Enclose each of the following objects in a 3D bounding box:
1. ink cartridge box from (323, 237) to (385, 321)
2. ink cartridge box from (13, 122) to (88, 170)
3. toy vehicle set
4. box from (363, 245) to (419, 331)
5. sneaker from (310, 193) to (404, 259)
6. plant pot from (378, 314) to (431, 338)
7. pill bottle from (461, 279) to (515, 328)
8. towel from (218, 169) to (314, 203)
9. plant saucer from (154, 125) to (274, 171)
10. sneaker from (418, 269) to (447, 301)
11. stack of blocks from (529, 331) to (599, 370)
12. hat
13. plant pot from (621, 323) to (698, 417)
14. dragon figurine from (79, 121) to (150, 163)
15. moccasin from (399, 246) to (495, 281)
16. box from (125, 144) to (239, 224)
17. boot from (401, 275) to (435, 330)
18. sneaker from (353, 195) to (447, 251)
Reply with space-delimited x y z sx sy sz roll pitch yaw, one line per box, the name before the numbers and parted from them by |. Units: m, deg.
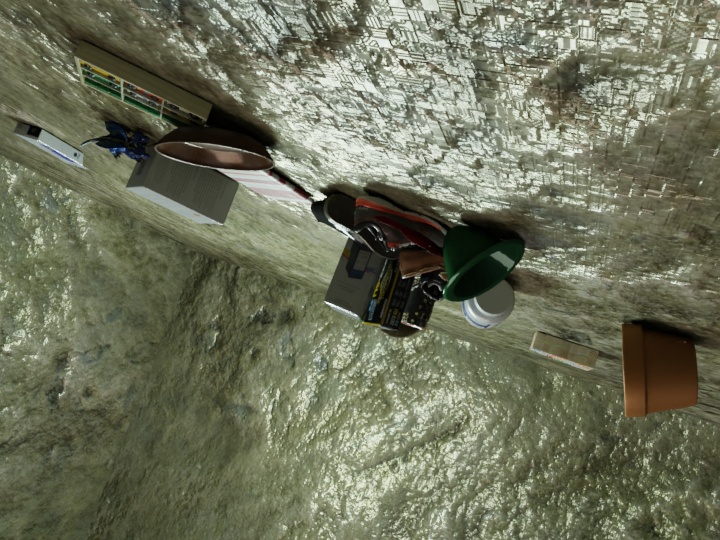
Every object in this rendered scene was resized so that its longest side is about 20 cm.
ink cartridge box | 0.000 0.000 1.318 0.087 0.202 0.145 22 173 8
ink cartridge box | -0.879 -0.355 1.707 0.098 0.040 0.200 17 170 20
toy vehicle set | -0.335 -0.277 0.925 0.198 0.027 0.124 23 172 -19
box | 0.074 0.036 1.366 0.049 0.202 0.160 19 173 -10
sneaker | -0.004 -0.093 1.207 0.199 0.075 0.106 34 172 -24
plant pot | 0.145 0.100 1.795 0.185 0.190 0.200 17 -174 20
pill bottle | 0.296 0.071 1.372 0.110 0.112 0.200 19 172 8
towel | -0.203 -0.188 1.216 0.143 0.023 0.199 12 170 35
plant saucer | -0.242 -0.206 1.000 0.198 0.037 0.200 5 179 0
sneaker | 0.168 0.011 1.290 0.076 0.112 0.200 19 172 4
stack of blocks | 0.659 0.263 1.934 0.198 0.059 0.115 18 172 14
hat | 0.170 -0.062 1.056 0.199 0.165 0.177 15 -142 -56
plant pot | 0.637 0.215 1.270 0.138 0.203 0.200 -2 163 25
dragon figurine | -0.520 -0.277 1.264 0.198 0.059 0.099 18 172 9
moccasin | 0.169 -0.011 1.149 0.199 0.079 0.074 -3 180 22
box | -0.409 -0.194 1.364 0.199 0.107 0.152 26 170 -35
boot | 0.184 0.082 1.574 0.073 0.152 0.199 24 171 -30
sneaker | 0.071 -0.068 1.096 0.198 0.083 0.077 19 172 -17
